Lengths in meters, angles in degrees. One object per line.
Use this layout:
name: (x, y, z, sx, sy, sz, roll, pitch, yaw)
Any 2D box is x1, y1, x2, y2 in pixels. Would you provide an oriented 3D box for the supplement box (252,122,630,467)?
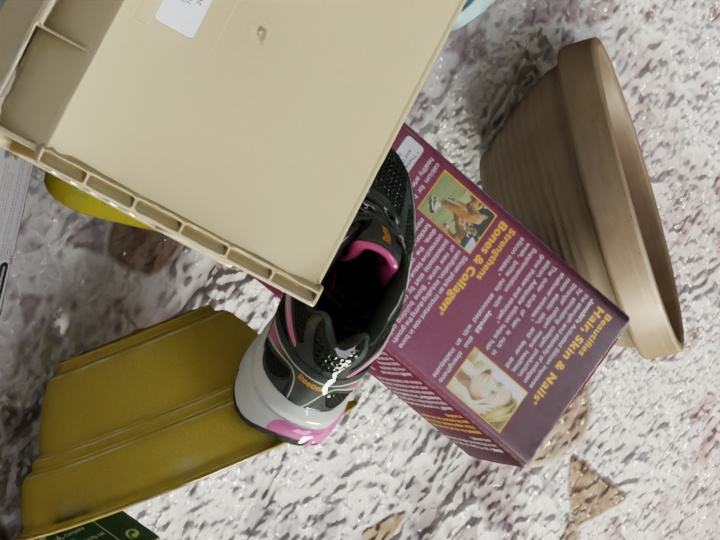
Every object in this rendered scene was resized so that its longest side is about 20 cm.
supplement box: (0.040, 0.010, 1.699, 0.200, 0.086, 0.110, 40, 77, -17)

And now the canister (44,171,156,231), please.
canister: (-0.075, -0.120, 1.503, 0.148, 0.087, 0.200, 12, 118, -8)

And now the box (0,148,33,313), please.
box: (-0.208, -0.072, 1.468, 0.110, 0.035, 0.201, -3, 113, -50)

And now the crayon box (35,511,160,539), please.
crayon box: (-0.182, 0.242, 1.663, 0.126, 0.052, 0.201, -22, 131, -42)

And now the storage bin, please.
storage bin: (-0.067, -0.117, 1.350, 0.198, 0.094, 0.200, 28, 90, -35)

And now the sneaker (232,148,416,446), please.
sneaker: (0.000, 0.000, 1.551, 0.086, 0.080, 0.200, -50, -160, 44)

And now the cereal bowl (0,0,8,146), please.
cereal bowl: (-0.242, -0.123, 1.339, 0.200, 0.083, 0.201, -12, 113, -30)

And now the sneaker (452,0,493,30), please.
sneaker: (0.016, -0.160, 1.654, 0.200, 0.079, 0.131, -48, 139, -20)

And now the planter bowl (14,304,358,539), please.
planter bowl: (-0.109, 0.072, 1.598, 0.200, 0.200, 0.084, -22, 91, -42)

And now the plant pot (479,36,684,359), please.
plant pot: (0.131, -0.036, 1.821, 0.201, 0.092, 0.201, -15, 90, -79)
